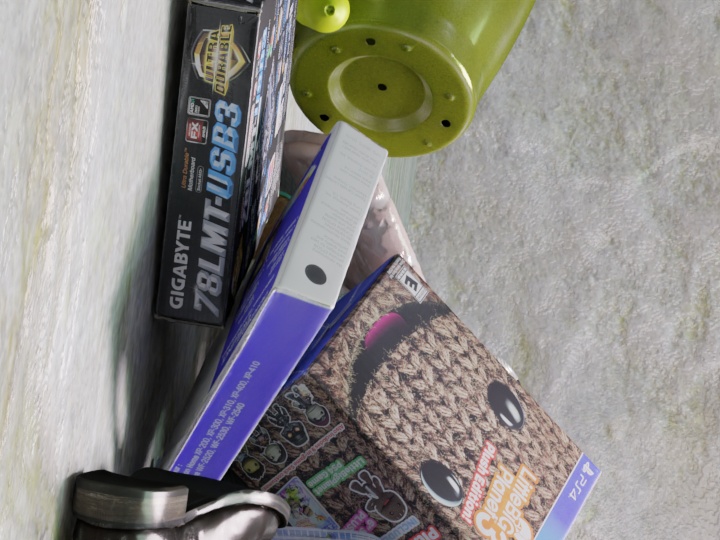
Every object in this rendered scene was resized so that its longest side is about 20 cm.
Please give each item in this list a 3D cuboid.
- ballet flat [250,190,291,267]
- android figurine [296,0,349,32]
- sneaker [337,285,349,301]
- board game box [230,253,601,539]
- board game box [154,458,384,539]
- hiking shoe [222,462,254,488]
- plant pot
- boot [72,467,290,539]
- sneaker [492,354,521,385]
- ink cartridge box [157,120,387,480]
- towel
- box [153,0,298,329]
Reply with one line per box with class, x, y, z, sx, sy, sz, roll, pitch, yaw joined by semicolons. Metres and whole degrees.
ballet flat;-0.070;0.032;1.861;0.072;0.067;0.201;-54;163;-36
android figurine;-0.024;-0.244;1.686;0.200;0.041;0.184;-149;-119;-77
sneaker;-0.047;0.092;1.823;0.070;0.080;0.201;-24;146;-48
board game box;0.033;0.120;1.682;0.097;0.200;0.160;-39;-172;35
board game box;-0.065;0.190;1.554;0.200;0.198;0.062;-102;-164;-58
hiking shoe;-0.066;0.133;1.743;0.200;0.086;0.075;85;-10;-84
plant pot;0.032;-0.188;1.833;0.201;0.199;0.194;92;9;-51
boot;-0.112;0.196;1.400;0.200;0.069;0.176;9;89;-61
sneaker;0.035;0.140;1.863;0.080;0.129;0.200;51;39;-22
ink cartridge box;-0.060;0.044;1.534;0.199;0.043;0.201;-57;-173;42
towel;0.000;0.000;1.820;0.201;0.032;0.191;67;-16;-14
box;-0.075;-0.097;1.570;0.199;0.049;0.201;-71;169;-64
